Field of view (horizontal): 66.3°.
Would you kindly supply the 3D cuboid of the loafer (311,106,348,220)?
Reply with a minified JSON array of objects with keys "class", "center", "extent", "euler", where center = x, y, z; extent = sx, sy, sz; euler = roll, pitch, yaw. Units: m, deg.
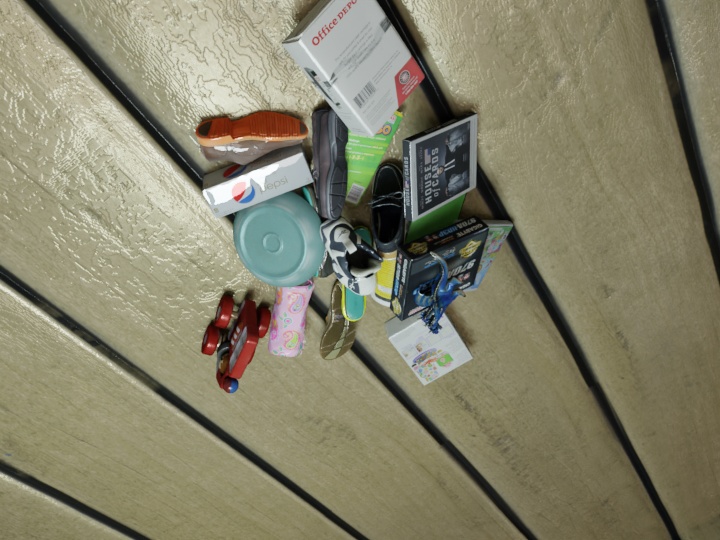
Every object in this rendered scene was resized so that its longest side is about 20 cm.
[{"class":"loafer","center":[-0.061,-0.196,1.009],"extent":[0.062,0.072,0.204],"euler":[7,98,27]}]

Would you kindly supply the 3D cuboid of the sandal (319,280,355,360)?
[{"class":"sandal","center":[-0.050,0.109,1.257],"extent":[0.079,0.054,0.203],"euler":[2,108,-20]}]

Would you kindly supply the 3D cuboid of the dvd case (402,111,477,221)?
[{"class":"dvd case","center":[0.152,-0.197,1.032],"extent":[0.199,0.025,0.153],"euler":[-30,128,-36]}]

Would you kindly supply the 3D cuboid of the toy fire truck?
[{"class":"toy fire truck","center":[-0.266,0.165,1.170],"extent":[0.111,0.169,0.202],"euler":[19,117,-23]}]

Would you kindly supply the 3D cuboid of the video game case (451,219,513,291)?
[{"class":"video game case","center":[0.229,-0.027,1.190],"extent":[0.198,0.022,0.184],"euler":[-5,129,-44]}]

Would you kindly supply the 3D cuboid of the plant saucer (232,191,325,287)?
[{"class":"plant saucer","center":[-0.166,-0.057,1.072],"extent":[0.196,0.036,0.204],"euler":[5,110,14]}]

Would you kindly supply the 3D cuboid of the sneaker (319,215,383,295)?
[{"class":"sneaker","center":[0.000,0.000,1.048],"extent":[0.079,0.130,0.201],"euler":[-28,130,-9]}]

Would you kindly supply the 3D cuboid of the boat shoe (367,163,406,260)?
[{"class":"boat shoe","center":[0.054,-0.120,1.042],"extent":[0.073,0.203,0.062],"euler":[-4,156,14]}]

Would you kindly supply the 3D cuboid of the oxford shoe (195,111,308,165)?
[{"class":"oxford shoe","center":[-0.191,-0.235,0.994],"extent":[0.196,0.072,0.073],"euler":[-3,142,-3]}]

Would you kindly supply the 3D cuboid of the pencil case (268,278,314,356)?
[{"class":"pencil case","center":[-0.151,0.094,1.197],"extent":[0.086,0.088,0.203],"euler":[3,120,-14]}]

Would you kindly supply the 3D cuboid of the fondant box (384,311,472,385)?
[{"class":"fondant box","center":[0.167,0.172,1.338],"extent":[0.143,0.059,0.201],"euler":[-31,123,9]}]

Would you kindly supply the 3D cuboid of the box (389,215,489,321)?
[{"class":"box","center":[0.152,-0.005,1.076],"extent":[0.198,0.046,0.161],"euler":[-23,139,-27]}]

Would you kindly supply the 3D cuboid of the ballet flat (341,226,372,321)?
[{"class":"ballet flat","center":[-0.016,0.005,1.174],"extent":[0.066,0.067,0.204],"euler":[2,98,-13]}]

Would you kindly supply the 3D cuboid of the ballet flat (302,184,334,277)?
[{"class":"ballet flat","center":[-0.074,-0.083,1.113],"extent":[0.067,0.068,0.203],"euler":[-15,121,-20]}]

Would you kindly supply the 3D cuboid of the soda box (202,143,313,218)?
[{"class":"soda box","center":[-0.191,-0.171,1.025],"extent":[0.197,0.068,0.064],"euler":[-21,126,2]}]

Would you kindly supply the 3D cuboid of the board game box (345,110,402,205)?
[{"class":"board game box","center":[-0.004,-0.228,1.054],"extent":[0.094,0.030,0.202],"euler":[18,120,-22]}]

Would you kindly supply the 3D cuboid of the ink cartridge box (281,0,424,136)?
[{"class":"ink cartridge box","center":[-0.010,-0.349,0.912],"extent":[0.147,0.083,0.200],"euler":[-49,122,-7]}]

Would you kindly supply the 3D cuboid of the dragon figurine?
[{"class":"dragon figurine","center":[0.141,0.051,1.022],"extent":[0.100,0.059,0.201],"euler":[-47,153,-10]}]

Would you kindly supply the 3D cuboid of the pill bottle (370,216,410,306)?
[{"class":"pill bottle","center":[0.078,-0.034,1.149],"extent":[0.109,0.112,0.203],"euler":[-3,124,-10]}]

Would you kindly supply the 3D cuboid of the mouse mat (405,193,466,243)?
[{"class":"mouse mat","center":[0.154,-0.117,1.095],"extent":[0.160,0.007,0.203],"euler":[7,103,-49]}]
